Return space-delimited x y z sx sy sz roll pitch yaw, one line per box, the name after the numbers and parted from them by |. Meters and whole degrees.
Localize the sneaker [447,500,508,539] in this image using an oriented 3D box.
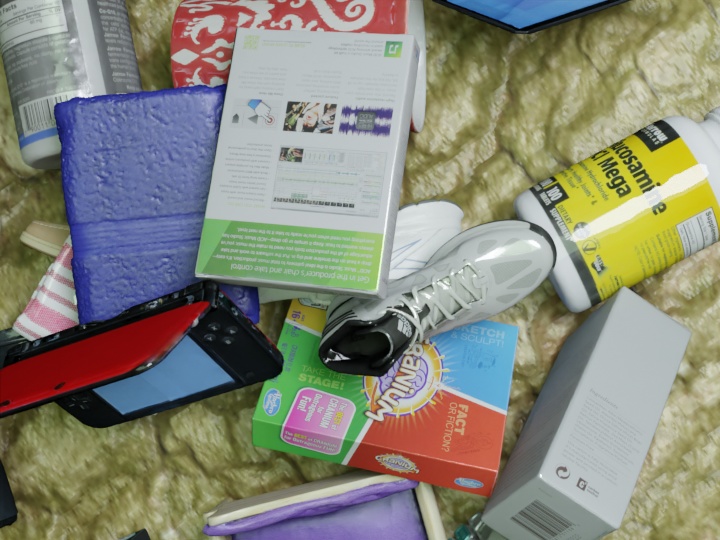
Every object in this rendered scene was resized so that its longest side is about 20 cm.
0.159 0.220 0.939 0.200 0.078 0.091 -45 109 2 | sneaker

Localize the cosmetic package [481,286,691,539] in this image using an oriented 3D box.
0.179 0.120 0.849 0.071 0.101 0.200 34 54 0 | cosmetic package

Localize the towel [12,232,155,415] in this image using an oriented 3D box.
-0.185 0.007 0.919 0.146 0.030 0.200 32 95 -7 | towel

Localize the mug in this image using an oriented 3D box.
-0.052 -0.167 0.904 0.200 0.178 0.133 0 133 10 | mug

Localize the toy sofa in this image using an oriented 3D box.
-0.030 0.224 0.936 0.200 0.098 0.083 -15 89 5 | toy sofa

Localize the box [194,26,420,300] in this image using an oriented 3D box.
-0.039 -0.083 0.818 0.144 0.036 0.200 6 79 15 | box

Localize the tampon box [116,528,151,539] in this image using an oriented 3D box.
-0.249 0.321 0.907 0.150 0.200 0.126 -24 88 4 | tampon box

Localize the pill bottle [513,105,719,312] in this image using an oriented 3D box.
0.238 -0.057 0.898 0.200 0.112 0.112 -28 88 5 | pill bottle

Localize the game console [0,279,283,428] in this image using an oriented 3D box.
-0.183 0.095 0.822 0.200 0.172 0.119 -18 46 21 | game console

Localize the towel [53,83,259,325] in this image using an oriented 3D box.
-0.163 -0.046 0.879 0.148 0.050 0.200 -6 99 -4 | towel

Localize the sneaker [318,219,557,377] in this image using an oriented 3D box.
0.058 0.033 0.830 0.200 0.115 0.076 -24 105 16 | sneaker

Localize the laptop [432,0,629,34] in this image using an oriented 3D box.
0.136 -0.286 0.877 0.177 0.103 0.200 -22 89 -24 | laptop

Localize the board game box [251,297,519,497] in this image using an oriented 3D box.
0.025 0.096 0.912 0.200 0.040 0.153 11 49 5 | board game box

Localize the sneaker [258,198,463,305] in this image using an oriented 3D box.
0.000 0.000 0.921 0.200 0.075 0.087 -14 76 -4 | sneaker

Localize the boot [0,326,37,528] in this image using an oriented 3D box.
-0.331 0.146 0.974 0.200 0.076 0.168 -18 85 12 | boot

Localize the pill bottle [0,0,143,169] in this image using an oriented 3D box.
-0.256 -0.197 0.945 0.114 0.114 0.200 -11 89 6 | pill bottle

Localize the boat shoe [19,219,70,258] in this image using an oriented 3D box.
-0.199 -0.026 0.968 0.200 0.071 0.065 11 88 -5 | boat shoe
